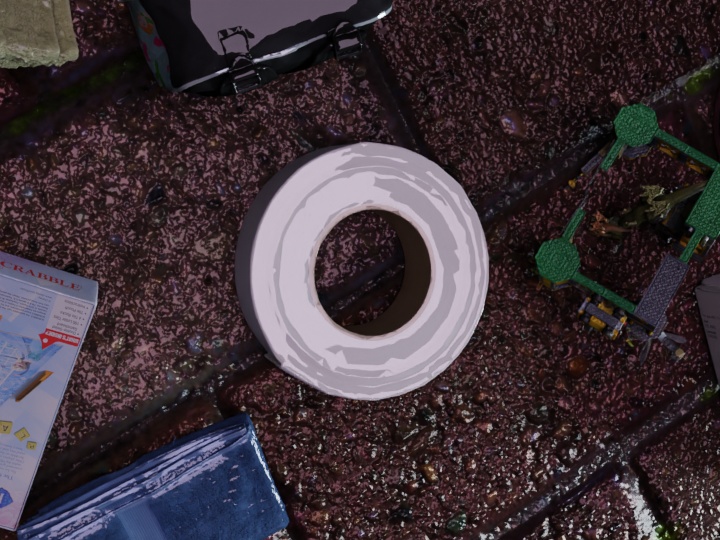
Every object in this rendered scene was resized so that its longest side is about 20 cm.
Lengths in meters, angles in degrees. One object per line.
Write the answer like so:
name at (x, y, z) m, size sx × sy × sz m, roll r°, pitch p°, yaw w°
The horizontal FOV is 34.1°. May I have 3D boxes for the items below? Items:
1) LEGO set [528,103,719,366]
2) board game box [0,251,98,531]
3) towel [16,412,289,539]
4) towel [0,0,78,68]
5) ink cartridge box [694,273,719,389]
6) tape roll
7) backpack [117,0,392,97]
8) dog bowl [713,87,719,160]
LEGO set at (0.239, -0.031, 1.013) m, size 0.152 × 0.116 × 0.202 m, roll 23°, pitch 83°, yaw 13°
board game box at (-0.312, 0.072, 0.839) m, size 0.198 × 0.041 × 0.202 m, roll 19°, pitch 108°, yaw -17°
towel at (-0.156, 0.200, 0.916) m, size 0.198 × 0.048 × 0.113 m, roll -26°, pitch 113°, yaw -14°
towel at (-0.300, -0.207, 0.815) m, size 0.197 × 0.037 × 0.150 m, roll 0°, pitch 63°, yaw -29°
ink cartridge box at (0.406, 0.088, 1.065) m, size 0.143 × 0.084 × 0.203 m, roll -19°, pitch 99°, yaw -14°
tape roll at (0.000, 0.000, 0.944) m, size 0.199 × 0.071 × 0.206 m, roll -2°, pitch 95°, yaw -17°
backpack at (-0.082, -0.200, 0.838) m, size 0.175 × 0.200 × 0.152 m, roll -22°, pitch 96°, yaw -9°
dog bowl at (0.406, -0.134, 1.054) m, size 0.197 × 0.074 × 0.204 m, roll -1°, pitch 95°, yaw -16°
